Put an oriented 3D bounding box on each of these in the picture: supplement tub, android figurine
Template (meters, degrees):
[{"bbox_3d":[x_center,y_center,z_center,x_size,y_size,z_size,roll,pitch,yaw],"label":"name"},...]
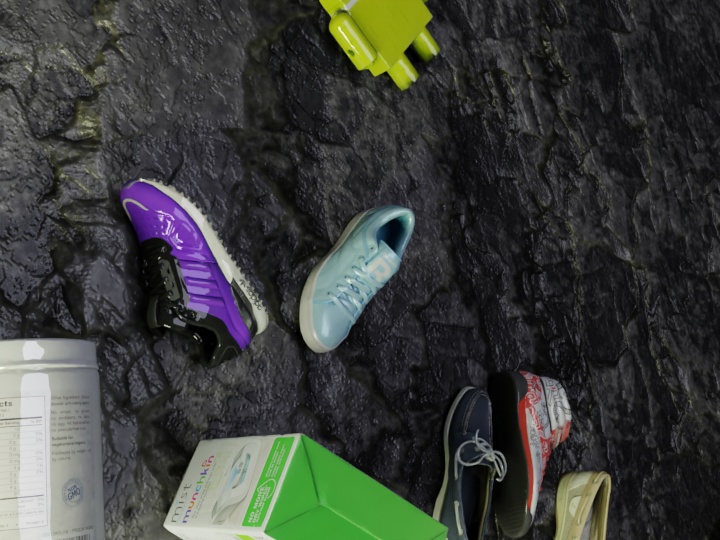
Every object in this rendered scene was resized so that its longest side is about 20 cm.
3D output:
[{"bbox_3d":[-0.270,0.162,0.754,0.131,0.131,0.204,3,77,-39],"label":"supplement tub"},{"bbox_3d":[0.021,-0.329,1.171,0.201,0.041,0.183,53,53,-20],"label":"android figurine"}]

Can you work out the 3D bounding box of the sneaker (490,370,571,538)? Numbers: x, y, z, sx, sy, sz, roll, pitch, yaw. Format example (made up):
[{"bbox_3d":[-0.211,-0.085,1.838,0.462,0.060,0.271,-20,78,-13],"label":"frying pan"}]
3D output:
[{"bbox_3d":[0.222,0.230,1.197,0.107,0.067,0.205,9,72,-36],"label":"sneaker"}]

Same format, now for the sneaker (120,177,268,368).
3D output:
[{"bbox_3d":[-0.175,0.009,0.909,0.201,0.069,0.100,54,55,-17],"label":"sneaker"}]

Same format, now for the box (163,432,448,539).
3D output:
[{"bbox_3d":[-0.052,0.244,0.890,0.199,0.175,0.098,37,59,-27],"label":"box"}]

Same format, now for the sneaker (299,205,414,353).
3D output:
[{"bbox_3d":[0.000,0.000,1.051,0.074,0.081,0.202,41,57,-25],"label":"sneaker"}]

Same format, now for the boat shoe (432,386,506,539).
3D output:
[{"bbox_3d":[0.132,0.234,1.123,0.074,0.061,0.203,31,61,-28],"label":"boat shoe"}]

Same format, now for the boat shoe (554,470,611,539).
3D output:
[{"bbox_3d":[0.292,0.363,1.229,0.073,0.063,0.204,23,66,-34],"label":"boat shoe"}]
